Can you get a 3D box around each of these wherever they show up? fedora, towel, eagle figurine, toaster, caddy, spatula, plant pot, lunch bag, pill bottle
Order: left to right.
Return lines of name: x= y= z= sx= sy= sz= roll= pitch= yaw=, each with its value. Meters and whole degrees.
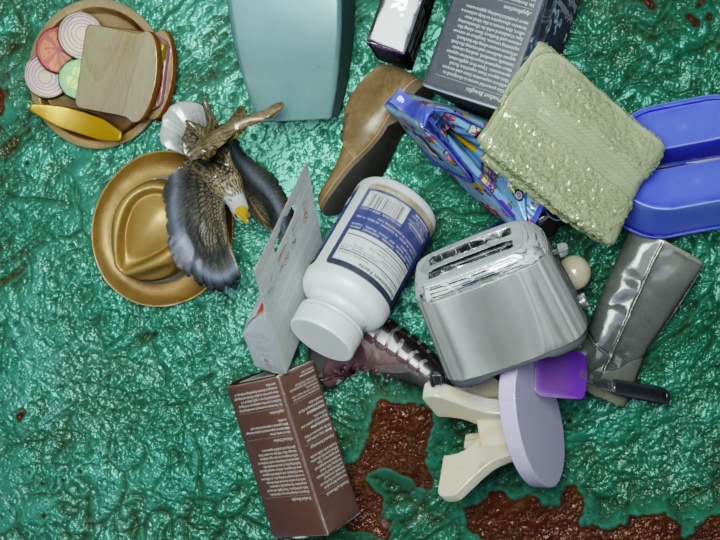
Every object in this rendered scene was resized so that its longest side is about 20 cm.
fedora: x=-0.256 y=-0.050 z=1.278 sx=0.197 sy=0.082 sz=0.204 roll=1 pitch=94 yaw=7
eagle figurine: x=-0.157 y=-0.091 z=1.205 sx=0.149 sy=0.201 sz=0.153 roll=3 pitch=52 yaw=5
plant pot: x=-0.077 y=-0.281 z=1.216 sx=0.139 sy=0.141 sz=0.203 roll=-2 pitch=101 yaw=7
pill bottle: x=0.000 y=0.000 z=1.198 sx=0.110 sy=0.111 sz=0.201 roll=29 pitch=66 yaw=4
lunch bag: x=0.118 y=-0.146 z=1.161 sx=0.199 sy=0.151 sz=0.095 roll=33 pitch=97 yaw=-20
toaster: x=0.141 y=0.035 z=1.111 sx=0.198 sy=0.114 sz=0.130 roll=-21 pitch=110 yaw=15
towel: x=0.228 y=-0.132 z=1.098 sx=0.199 sy=0.036 sz=0.150 roll=35 pitch=80 yaw=-17
spatula: x=0.285 y=0.131 z=1.191 sx=0.198 sy=0.020 sz=0.057 roll=14 pitch=72 yaw=-28
caddy: x=0.378 y=-0.117 z=1.192 sx=0.197 sy=0.105 sz=0.144 roll=-9 pitch=69 yaw=8

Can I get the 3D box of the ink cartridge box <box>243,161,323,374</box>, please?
ink cartridge box: x=-0.092 y=-0.003 z=1.176 sx=0.056 sy=0.201 sz=0.164 roll=9 pitch=55 yaw=19

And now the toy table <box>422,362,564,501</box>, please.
toy table: x=0.157 y=0.177 z=1.195 sx=0.116 sy=0.185 sz=0.201 roll=-5 pitch=132 yaw=27

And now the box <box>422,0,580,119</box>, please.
box: x=0.169 y=-0.278 z=1.169 sx=0.106 sy=0.148 sz=0.203 roll=22 pitch=97 yaw=21

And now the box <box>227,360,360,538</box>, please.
box: x=-0.082 y=0.221 z=1.264 sx=0.099 sy=0.074 sz=0.203 roll=-14 pitch=92 yaw=41

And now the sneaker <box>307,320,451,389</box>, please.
sneaker: x=0.011 y=0.117 z=1.272 sx=0.199 sy=0.076 sz=0.116 roll=37 pitch=103 yaw=13

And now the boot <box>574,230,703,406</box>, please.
boot: x=0.292 y=0.042 z=1.227 sx=0.180 sy=0.073 sz=0.202 roll=21 pitch=103 yaw=-9

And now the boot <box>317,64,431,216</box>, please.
boot: x=0.001 y=-0.160 z=1.257 sx=0.075 sy=0.074 sz=0.201 roll=37 pitch=93 yaw=21

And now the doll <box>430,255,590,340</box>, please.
doll: x=0.170 y=0.020 z=1.191 sx=0.197 sy=0.049 sz=0.138 roll=-12 pitch=106 yaw=6

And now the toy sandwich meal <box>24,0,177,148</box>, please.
toy sandwich meal: x=-0.329 y=-0.245 z=1.280 sx=0.202 sy=0.070 sz=0.209 roll=0 pitch=94 yaw=7

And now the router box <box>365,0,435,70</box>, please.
router box: x=0.066 y=-0.344 z=1.187 sx=0.050 sy=0.149 sz=0.203 roll=19 pitch=95 yaw=4

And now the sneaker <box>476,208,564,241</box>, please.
sneaker: x=0.186 y=-0.023 z=1.240 sx=0.198 sy=0.070 sz=0.079 roll=-30 pitch=96 yaw=13
